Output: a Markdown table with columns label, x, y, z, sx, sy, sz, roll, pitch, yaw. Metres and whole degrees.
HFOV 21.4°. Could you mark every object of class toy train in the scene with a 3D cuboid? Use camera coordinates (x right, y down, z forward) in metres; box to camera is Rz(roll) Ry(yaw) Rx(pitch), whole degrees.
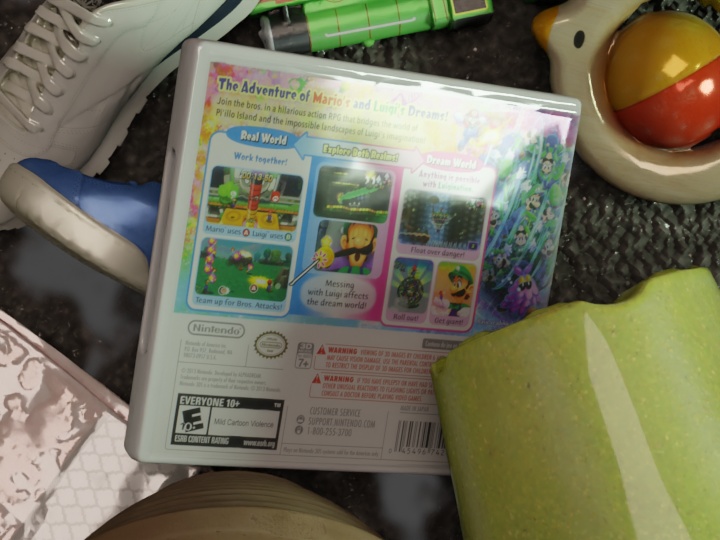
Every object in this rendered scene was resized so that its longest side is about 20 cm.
| label | x | y | z | sx | sy | sz | roll | pitch | yaw |
| --- | --- | --- | --- | --- | --- | --- | --- | --- | --- |
| toy train | 0.036 | -0.145 | 0.946 | 0.198 | 0.042 | 0.057 | -12 | 91 | -3 |

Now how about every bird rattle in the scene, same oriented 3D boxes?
| label | x | y | z | sx | sy | sz | roll | pitch | yaw |
| --- | --- | --- | --- | --- | --- | --- | --- | --- | --- |
| bird rattle | 0.175 | -0.100 | 0.922 | 0.162 | 0.113 | 0.201 | -26 | 110 | 16 |

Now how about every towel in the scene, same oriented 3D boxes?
| label | x | y | z | sx | sy | sz | roll | pitch | yaw |
| --- | --- | --- | --- | --- | --- | --- | --- | --- | --- |
| towel | -0.198 | 0.121 | 0.897 | 0.190 | 0.032 | 0.201 | 34 | 80 | 5 |

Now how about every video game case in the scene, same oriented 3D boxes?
| label | x | y | z | sx | sy | sz | roll | pitch | yaw |
| --- | --- | --- | --- | --- | --- | --- | --- | --- | --- |
| video game case | 0.000 | 0.000 | 0.860 | 0.198 | 0.024 | 0.184 | 5 | 98 | -28 |

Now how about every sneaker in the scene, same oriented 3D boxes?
| label | x | y | z | sx | sy | sz | roll | pitch | yaw |
| --- | --- | --- | --- | --- | --- | --- | --- | --- | --- |
| sneaker | -0.134 | -0.104 | 0.900 | 0.076 | 0.080 | 0.200 | 43 | 93 | 16 |
| sneaker | -0.062 | -0.031 | 0.895 | 0.199 | 0.077 | 0.112 | 27 | 85 | -7 |

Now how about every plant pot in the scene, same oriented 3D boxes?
| label | x | y | z | sx | sy | sz | roll | pitch | yaw |
| --- | --- | --- | --- | --- | --- | --- | --- | --- | --- |
| plant pot | 0.117 | 0.105 | 0.818 | 0.199 | 0.200 | 0.186 | -18 | 83 | -5 |
| plant pot | -0.057 | 0.155 | 0.841 | 0.199 | 0.202 | 0.093 | -4 | 41 | -2 |
